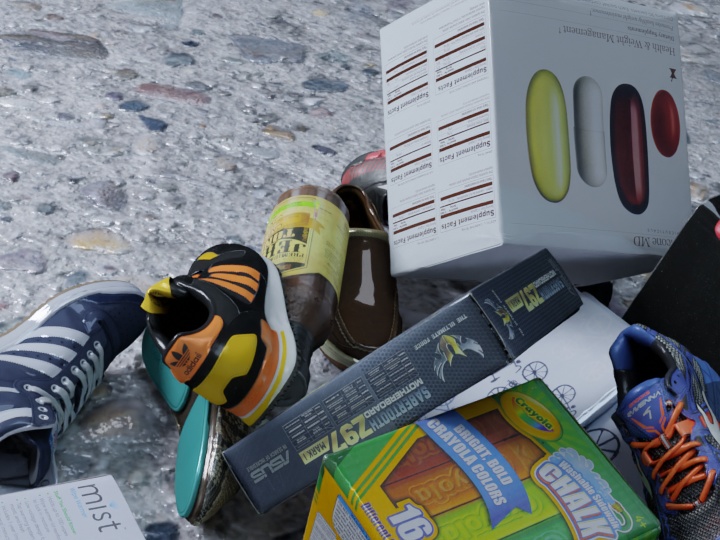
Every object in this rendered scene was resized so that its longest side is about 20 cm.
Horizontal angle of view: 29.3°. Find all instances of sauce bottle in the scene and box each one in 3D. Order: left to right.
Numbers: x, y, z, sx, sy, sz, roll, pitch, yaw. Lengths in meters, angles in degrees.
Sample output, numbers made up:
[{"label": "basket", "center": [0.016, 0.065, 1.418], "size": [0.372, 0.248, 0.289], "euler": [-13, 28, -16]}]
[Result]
[{"label": "sauce bottle", "center": [-0.045, 0.015, 0.986], "size": [0.065, 0.065, 0.200], "euler": [11, 36, -4]}]

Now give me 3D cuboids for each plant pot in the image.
[{"label": "plant pot", "center": [0.321, 0.057, 1.027], "size": [0.199, 0.200, 0.177], "euler": [-18, 57, -40]}]

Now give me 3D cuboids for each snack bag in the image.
[{"label": "snack bag", "center": [0.146, 0.109, 0.940], "size": [0.189, 0.021, 0.200], "euler": [-33, 44, -16]}]

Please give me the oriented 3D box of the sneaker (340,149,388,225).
[{"label": "sneaker", "center": [0.060, -0.049, 1.185], "size": [0.200, 0.071, 0.098], "euler": [17, 47, 26]}]

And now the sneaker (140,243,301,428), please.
[{"label": "sneaker", "center": [-0.101, 0.021, 0.895], "size": [0.090, 0.070, 0.200], "euler": [31, 14, -26]}]

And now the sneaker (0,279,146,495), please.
[{"label": "sneaker", "center": [-0.197, 0.079, 0.896], "size": [0.200, 0.070, 0.108], "euler": [-27, 45, -37]}]

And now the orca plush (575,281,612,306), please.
[{"label": "orca plush", "center": [0.187, -0.043, 1.226], "size": [0.105, 0.071, 0.200], "euler": [13, 32, -1]}]

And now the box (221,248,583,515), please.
[{"label": "box", "center": [0.030, 0.067, 0.862], "size": [0.051, 0.200, 0.158], "euler": [57, 25, 5]}]

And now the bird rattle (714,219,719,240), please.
[{"label": "bird rattle", "center": [0.342, -0.014, 0.931], "size": [0.200, 0.113, 0.163], "euler": [31, 33, 10]}]

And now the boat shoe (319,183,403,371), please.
[{"label": "boat shoe", "center": [-0.006, -0.001, 1.086], "size": [0.075, 0.075, 0.202], "euler": [4, 34, -15]}]

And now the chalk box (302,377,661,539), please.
[{"label": "chalk box", "center": [0.082, 0.157, 0.799], "size": [0.200, 0.124, 0.125], "euler": [-18, 51, -29]}]

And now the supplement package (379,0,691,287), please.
[{"label": "supplement package", "center": [0.135, -0.098, 1.060], "size": [0.191, 0.200, 0.147], "euler": [3, -10, -32]}]

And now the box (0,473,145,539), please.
[{"label": "box", "center": [-0.175, 0.210, 0.679], "size": [0.176, 0.097, 0.200], "euler": [-7, 37, -30]}]

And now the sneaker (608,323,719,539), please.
[{"label": "sneaker", "center": [0.188, 0.106, 0.833], "size": [0.078, 0.075, 0.200], "euler": [42, 20, -25]}]

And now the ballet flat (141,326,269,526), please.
[{"label": "ballet flat", "center": [-0.095, 0.095, 0.923], "size": [0.075, 0.068, 0.200], "euler": [13, 27, -25]}]
